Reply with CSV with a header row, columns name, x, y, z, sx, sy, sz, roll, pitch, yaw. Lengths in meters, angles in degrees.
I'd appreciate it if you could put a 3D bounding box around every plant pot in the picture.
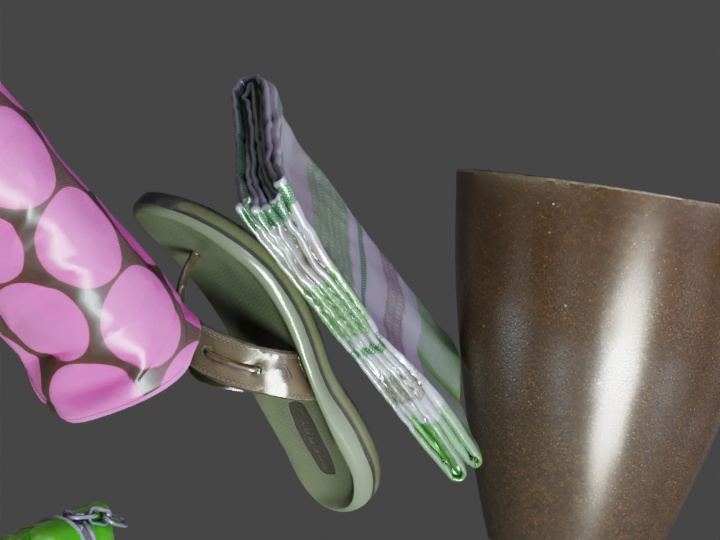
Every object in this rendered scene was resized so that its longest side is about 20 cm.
name,x,y,z,sx,sy,sz,roll,pitch,yaw
plant pot,0.129,0.057,1.415,0.186,0.186,0.202,9,91,-41

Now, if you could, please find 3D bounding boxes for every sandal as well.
name,x,y,z,sx,sy,sz,roll,pitch,yaw
sandal,-0.056,0.047,1.299,0.057,0.080,0.202,-38,108,-26

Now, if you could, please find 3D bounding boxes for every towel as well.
name,x,y,z,sx,sy,sz,roll,pitch,yaw
towel,0.000,0.000,1.333,0.200,0.031,0.150,52,15,-26

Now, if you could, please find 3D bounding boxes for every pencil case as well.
name,x,y,z,sx,sy,sz,roll,pitch,yaw
pencil case,-0.166,-0.014,1.201,0.200,0.093,0.091,51,7,-22

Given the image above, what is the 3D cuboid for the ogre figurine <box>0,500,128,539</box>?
name,x,y,z,sx,sy,sz,roll,pitch,yaw
ogre figurine,-0.149,0.204,1.169,0.120,0.098,0.202,22,81,-57
